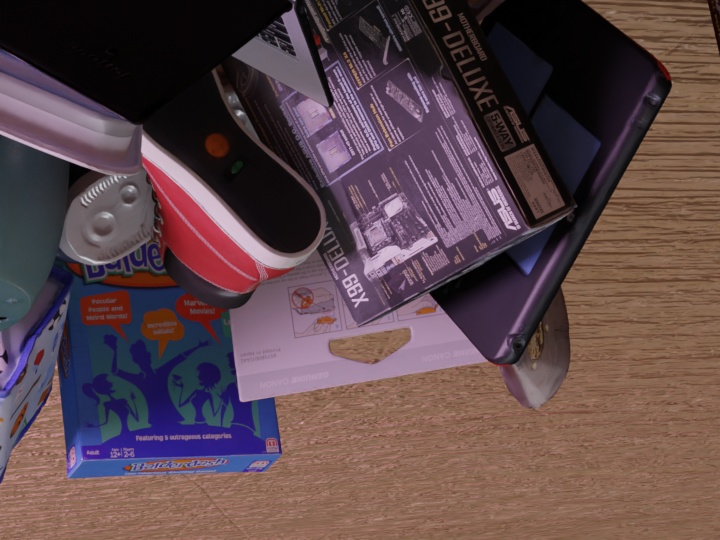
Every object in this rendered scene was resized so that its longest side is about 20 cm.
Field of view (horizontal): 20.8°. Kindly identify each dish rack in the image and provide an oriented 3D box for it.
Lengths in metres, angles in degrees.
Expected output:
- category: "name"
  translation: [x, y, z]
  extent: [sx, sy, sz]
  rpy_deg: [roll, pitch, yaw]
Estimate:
- category: "dish rack"
  translation: [-0.183, -0.121, 1.002]
  extent: [0.170, 0.200, 0.044]
  rpy_deg: [22, 106, -13]

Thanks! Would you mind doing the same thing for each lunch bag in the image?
- category: "lunch bag"
  translation: [-0.305, 0.032, 1.328]
  extent: [0.198, 0.124, 0.170]
  rpy_deg: [25, 146, 2]

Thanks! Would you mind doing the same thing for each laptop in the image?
- category: "laptop"
  translation: [-0.131, -0.121, 0.980]
  extent: [0.186, 0.116, 0.200]
  rpy_deg: [30, 167, 16]

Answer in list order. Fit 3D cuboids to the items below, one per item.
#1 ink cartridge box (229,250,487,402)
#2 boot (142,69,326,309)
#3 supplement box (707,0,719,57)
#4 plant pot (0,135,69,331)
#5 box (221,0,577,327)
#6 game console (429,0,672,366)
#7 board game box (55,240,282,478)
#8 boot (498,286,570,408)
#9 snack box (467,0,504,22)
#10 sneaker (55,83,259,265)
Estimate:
- category: "ink cartridge box"
  translation: [0.000, 0.000, 1.393]
  extent: [0.198, 0.175, 0.044]
  rpy_deg: [-9, 161, 0]
- category: "boot"
  translation: [-0.121, -0.066, 1.188]
  extent: [0.072, 0.200, 0.144]
  rpy_deg: [-42, -175, -30]
- category: "supplement box"
  translation: [0.328, -0.150, 1.236]
  extent: [0.198, 0.110, 0.061]
  rpy_deg: [-4, 159, -11]
- category: "plant pot"
  translation: [-0.266, -0.049, 1.175]
  extent: [0.198, 0.163, 0.201]
  rpy_deg: [-8, 159, -3]
- category: "box"
  translation: [0.014, -0.087, 1.140]
  extent: [0.050, 0.201, 0.157]
  rpy_deg: [-26, 176, -46]
- category: "game console"
  translation: [0.093, -0.067, 1.172]
  extent: [0.031, 0.177, 0.201]
  rpy_deg: [18, 110, -29]
- category: "board game box"
  translation: [-0.145, 0.046, 1.417]
  extent: [0.151, 0.202, 0.045]
  rpy_deg: [0, 157, -24]
- category: "boot"
  translation: [0.102, -0.032, 1.238]
  extent: [0.063, 0.188, 0.200]
  rpy_deg: [-3, -160, 3]
- category: "snack box"
  translation: [0.032, -0.158, 1.209]
  extent: [0.071, 0.025, 0.200]
  rpy_deg: [6, 155, -32]
- category: "sneaker"
  translation: [-0.139, -0.072, 1.320]
  extent: [0.199, 0.081, 0.146]
  rpy_deg: [-31, -161, -18]
